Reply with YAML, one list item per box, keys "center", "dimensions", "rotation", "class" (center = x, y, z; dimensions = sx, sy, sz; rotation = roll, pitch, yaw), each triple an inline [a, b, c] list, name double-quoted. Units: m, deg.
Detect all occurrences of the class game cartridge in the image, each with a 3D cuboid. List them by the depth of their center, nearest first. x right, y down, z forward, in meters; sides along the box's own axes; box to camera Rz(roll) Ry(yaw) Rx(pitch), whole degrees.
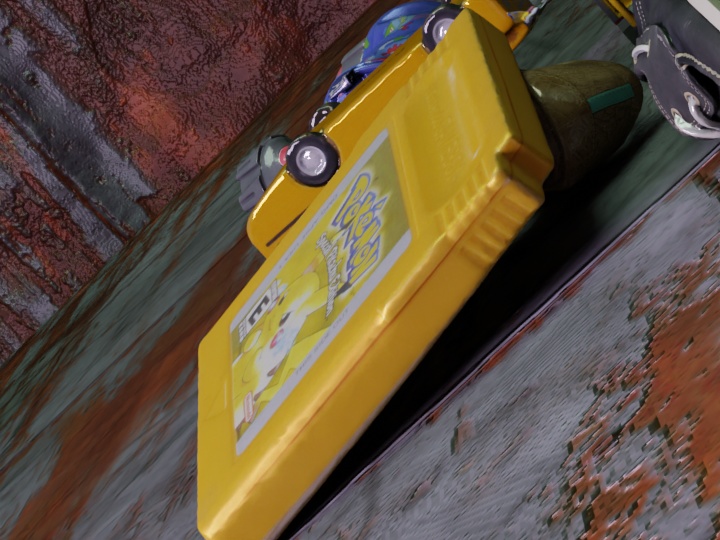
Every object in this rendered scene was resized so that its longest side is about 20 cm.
- center: [0.000, 0.000, 0.928]
  dimensions: [0.200, 0.032, 0.177]
  rotation: [-53, 17, 17]
  class: "game cartridge"

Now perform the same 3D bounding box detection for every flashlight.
- center: [-0.024, -0.102, 1.641]
  dimensions: [0.200, 0.068, 0.068]
  rotation: [-33, 15, 52]
  class: "flashlight"

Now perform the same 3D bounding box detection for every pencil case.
- center: [0.026, -0.108, 1.380]
  dimensions: [0.086, 0.078, 0.200]
  rotation: [-19, 14, 13]
  class: "pencil case"

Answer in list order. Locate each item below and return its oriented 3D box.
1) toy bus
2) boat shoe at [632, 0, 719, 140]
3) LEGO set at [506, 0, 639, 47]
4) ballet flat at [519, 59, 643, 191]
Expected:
- center: [0.023, -0.076, 1.243]
  dimensions: [0.200, 0.078, 0.065]
  rotation: [-41, 8, 23]
  class: "toy bus"
- center: [0.136, -0.075, 0.796]
  dimensions: [0.200, 0.071, 0.068]
  rotation: [-107, 26, -73]
  class: "boat shoe"
- center: [0.137, -0.170, 1.001]
  dimensions: [0.154, 0.116, 0.200]
  rotation: [-42, 9, 18]
  class: "LEGO set"
- center: [0.073, -0.064, 1.024]
  dimensions: [0.072, 0.068, 0.200]
  rotation: [-26, 3, -17]
  class: "ballet flat"
